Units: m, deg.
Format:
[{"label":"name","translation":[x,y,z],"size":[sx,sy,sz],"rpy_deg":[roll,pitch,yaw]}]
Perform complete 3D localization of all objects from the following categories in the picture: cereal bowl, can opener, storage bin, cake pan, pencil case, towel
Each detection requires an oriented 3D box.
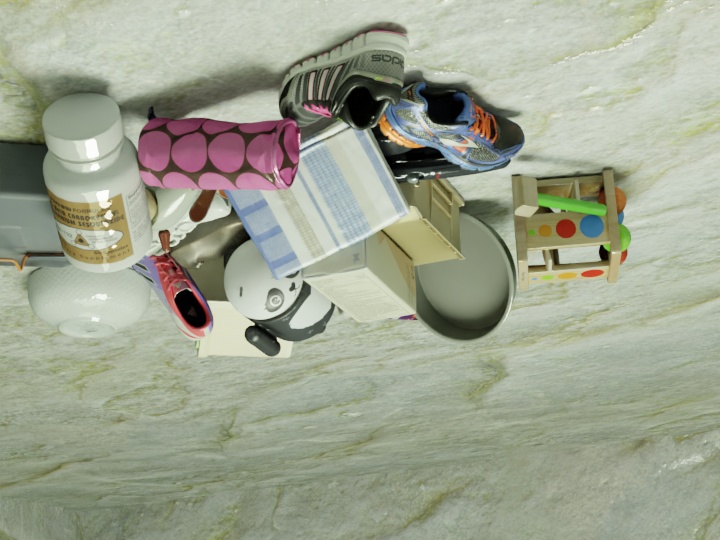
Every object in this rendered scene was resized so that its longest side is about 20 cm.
[{"label":"cereal bowl","translation":[-0.443,0.057,2.058],"size":[0.198,0.084,0.200],"rpy_deg":[-2,160,-1]},{"label":"can opener","translation":[0.091,-0.140,1.584],"size":[0.198,0.064,0.079],"rpy_deg":[1,160,-7]},{"label":"storage bin","translation":[0.020,-0.072,1.726],"size":[0.199,0.094,0.198],"rpy_deg":[-9,158,21]},{"label":"storage bin","translation":[-0.452,-0.085,1.600],"size":[0.198,0.146,0.135],"rpy_deg":[2,150,-12]},{"label":"cake pan","translation":[0.145,0.006,1.838],"size":[0.199,0.202,0.037],"rpy_deg":[-19,-177,40]},{"label":"pencil case","translation":[-0.161,-0.141,1.461],"size":[0.199,0.091,0.094],"rpy_deg":[6,-150,25]},{"label":"towel","translation":[-0.053,-0.091,1.553],"size":[0.199,0.147,0.024],"rpy_deg":[-27,-165,12]}]

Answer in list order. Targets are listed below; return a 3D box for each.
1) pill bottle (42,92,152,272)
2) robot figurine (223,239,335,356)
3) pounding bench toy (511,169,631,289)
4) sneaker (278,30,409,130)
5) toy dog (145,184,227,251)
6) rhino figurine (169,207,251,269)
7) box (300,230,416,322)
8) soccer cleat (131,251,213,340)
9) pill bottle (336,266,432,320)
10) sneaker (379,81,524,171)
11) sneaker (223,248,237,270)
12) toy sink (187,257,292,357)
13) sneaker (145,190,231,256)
[{"label":"pill bottle","translation":[-0.314,-0.104,1.494],"size":[0.113,0.115,0.201],"rpy_deg":[-2,135,0]},{"label":"robot figurine","translation":[-0.108,0.028,1.775],"size":[0.124,0.151,0.200],"rpy_deg":[-25,152,14]},{"label":"pounding bench toy","translation":[0.287,-0.068,1.710],"size":[0.155,0.125,0.200],"rpy_deg":[-4,160,7]},{"label":"sneaker","translation":[-0.023,-0.191,1.395],"size":[0.073,0.088,0.199],"rpy_deg":[16,154,-41]},{"label":"toy dog","translation":[-0.218,-0.087,1.624],"size":[0.199,0.097,0.132],"rpy_deg":[-14,-167,42]},{"label":"rhino figurine","translation":[-0.181,-0.058,1.766],"size":[0.199,0.060,0.087],"rpy_deg":[-25,172,19]},{"label":"box","translation":[0.000,0.000,1.668],"size":[0.094,0.078,0.200],"rpy_deg":[-8,159,18]},{"label":"soccer cleat","translation":[-0.274,0.009,1.806],"size":[0.068,0.201,0.073],"rpy_deg":[-33,-179,-17]},{"label":"pill bottle","translation":[0.067,0.021,1.959],"size":[0.198,0.112,0.111],"rpy_deg":[3,160,-13]},{"label":"sneaker","translation":[0.117,-0.172,1.487],"size":[0.199,0.076,0.078],"rpy_deg":[8,155,-31]},{"label":"sneaker","translation":[-0.126,-0.005,1.898],"size":[0.199,0.091,0.076],"rpy_deg":[10,161,-33]},{"label":"toy sink","translation":[-0.205,0.055,1.943],"size":[0.198,0.131,0.113],"rpy_deg":[3,124,-15]},{"label":"sneaker","translation":[-0.266,-0.063,1.731],"size":[0.199,0.088,0.074],"rpy_deg":[-11,158,21]}]
